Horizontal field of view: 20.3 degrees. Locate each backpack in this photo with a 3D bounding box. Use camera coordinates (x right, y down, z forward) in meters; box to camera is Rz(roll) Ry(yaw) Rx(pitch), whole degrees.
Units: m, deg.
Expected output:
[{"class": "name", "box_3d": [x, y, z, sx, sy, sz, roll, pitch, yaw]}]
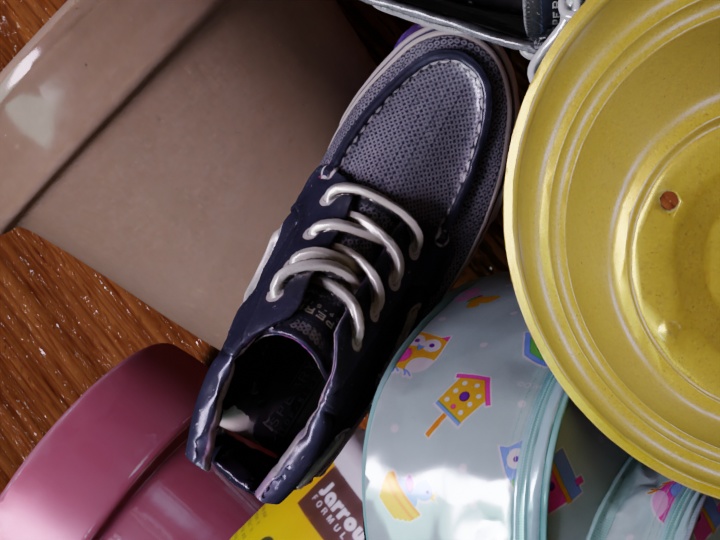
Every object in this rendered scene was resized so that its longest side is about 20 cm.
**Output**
[{"class": "backpack", "box_3d": [0.085, 0.103, 0.774, 0.152, 0.175, 0.202, 0, 111, 37]}]

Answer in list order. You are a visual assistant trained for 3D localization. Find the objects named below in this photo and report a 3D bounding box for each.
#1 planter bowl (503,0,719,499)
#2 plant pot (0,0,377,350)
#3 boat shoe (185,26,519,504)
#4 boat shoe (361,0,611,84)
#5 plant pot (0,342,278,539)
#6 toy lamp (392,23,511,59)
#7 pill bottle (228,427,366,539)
[{"class": "planter bowl", "box_3d": [0.133, -0.010, 0.622, 0.198, 0.083, 0.203, 3, 102, 16]}, {"class": "plant pot", "box_3d": [-0.058, -0.051, 0.872, 0.175, 0.200, 0.200, 46, 147, -7]}, {"class": "boat shoe", "box_3d": [0.000, 0.000, 0.757, 0.074, 0.093, 0.201, 25, 97, 4]}, {"class": "boat shoe", "box_3d": [0.079, -0.102, 0.701, 0.198, 0.068, 0.074, 21, 126, 24]}, {"class": "plant pot", "box_3d": [-0.085, 0.167, 1.047, 0.178, 0.200, 0.201, 33, 139, 13]}, {"class": "toy lamp", "box_3d": [0.016, -0.173, 0.786, 0.058, 0.058, 0.202, 13, 125, 48]}, {"class": "pill bottle", "box_3d": [-0.010, 0.149, 0.905, 0.109, 0.200, 0.109, 45, -176, -4]}]
